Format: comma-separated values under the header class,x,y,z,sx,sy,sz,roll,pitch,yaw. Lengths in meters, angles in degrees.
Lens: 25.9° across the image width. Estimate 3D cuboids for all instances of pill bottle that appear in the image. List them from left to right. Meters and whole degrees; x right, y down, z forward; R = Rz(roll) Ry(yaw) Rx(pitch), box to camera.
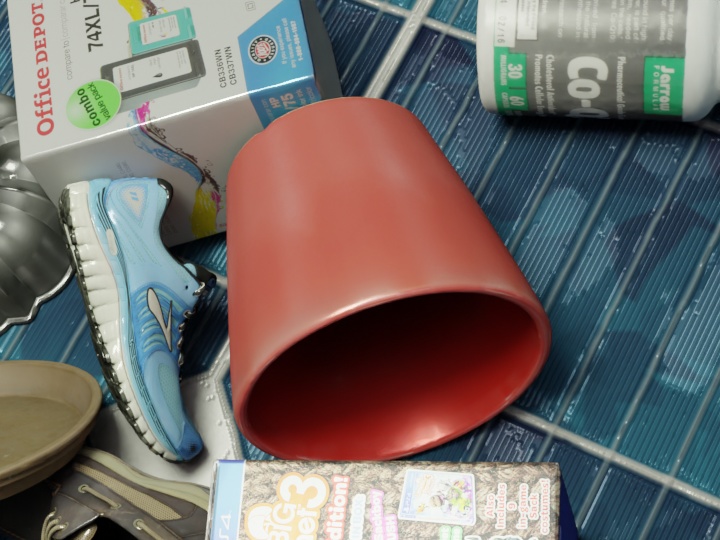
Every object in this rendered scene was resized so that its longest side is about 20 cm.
class,x,y,z,sx,sy,sz,roll,pitch,yaw
pill bottle,0.184,-0.158,1.058,0.200,0.113,0.113,3,68,13

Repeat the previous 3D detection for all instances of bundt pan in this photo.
class,x,y,z,sx,sy,sz,roll,pitch,yaw
bundt pan,-0.300,-0.049,1.133,0.201,0.076,0.202,-4,67,11

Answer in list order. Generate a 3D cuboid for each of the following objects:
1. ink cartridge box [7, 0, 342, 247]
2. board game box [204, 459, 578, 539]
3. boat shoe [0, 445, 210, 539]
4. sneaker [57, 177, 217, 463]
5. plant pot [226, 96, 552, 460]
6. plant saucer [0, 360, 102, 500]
class,x,y,z,sx,sy,sz,roll,pitch,yaw
ink cartridge box,-0.120,-0.120,1.080,0.200,0.146,0.147,-16,59,6
board game box,0.024,0.180,0.923,0.200,0.159,0.097,-1,67,11
boat shoe,-0.168,0.162,0.994,0.200,0.073,0.075,5,112,28
sneaker,-0.131,0.032,1.028,0.090,0.078,0.200,-17,104,-15
plant pot,0.000,0.000,0.997,0.200,0.201,0.178,-20,57,3
plant saucer,-0.265,0.111,1.021,0.200,0.200,0.030,-5,109,9
